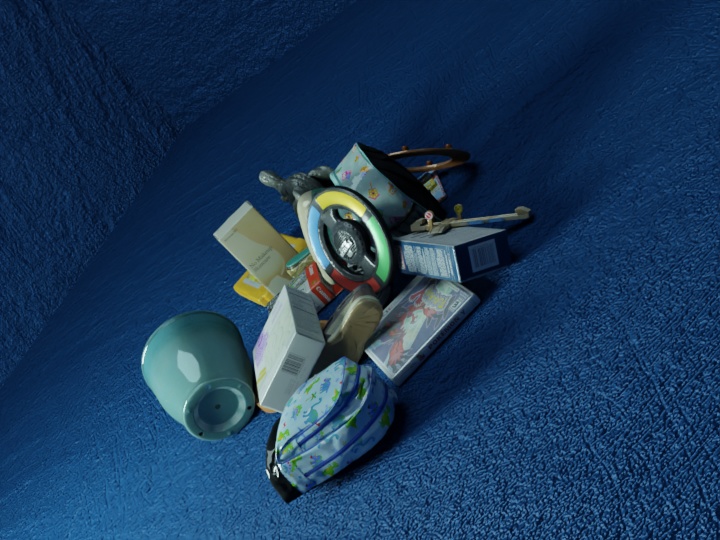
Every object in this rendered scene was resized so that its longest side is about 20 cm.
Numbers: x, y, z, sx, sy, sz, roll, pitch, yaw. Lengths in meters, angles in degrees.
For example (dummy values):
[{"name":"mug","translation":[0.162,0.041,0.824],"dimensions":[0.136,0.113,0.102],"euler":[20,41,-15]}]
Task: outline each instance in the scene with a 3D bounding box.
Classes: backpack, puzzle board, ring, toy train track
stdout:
[{"name":"backpack","translation":[-0.040,0.218,1.414],"dimensions":[0.199,0.154,0.163],"euler":[-21,23,21]},{"name":"puzzle board","translation":[0.079,-0.114,1.926],"dimensions":[0.200,0.017,0.151],"euler":[-40,22,13]},{"name":"backpack","translation":[0.035,-0.125,1.741],"dimensions":[0.153,0.200,0.176],"euler":[-41,37,10]},{"name":"ring","translation":[0.109,-0.213,1.857],"dimensions":[0.200,0.200,0.019],"euler":[-12,81,54]},{"name":"toy train track","translation":[0.176,-0.091,1.584],"dimensions":[0.199,0.033,0.115],"euler":[-5,11,23]}]

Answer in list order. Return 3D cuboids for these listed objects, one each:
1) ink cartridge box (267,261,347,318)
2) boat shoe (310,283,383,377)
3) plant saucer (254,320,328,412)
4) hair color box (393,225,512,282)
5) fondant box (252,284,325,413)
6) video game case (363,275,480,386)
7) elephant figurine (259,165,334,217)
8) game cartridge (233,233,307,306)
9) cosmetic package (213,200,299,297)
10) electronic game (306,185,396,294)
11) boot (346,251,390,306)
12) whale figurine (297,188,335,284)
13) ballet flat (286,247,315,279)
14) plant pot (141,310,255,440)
[{"name":"ink cartridge box","translation":[-0.094,0.036,1.919],"dimensions":[0.200,0.050,0.109],"euler":[-42,22,9]},{"name":"boat shoe","translation":[-0.026,0.103,1.602],"dimensions":[0.200,0.072,0.065],"euler":[-58,22,34]},{"name":"plant saucer","translation":[-0.119,0.167,1.761],"dimensions":[0.200,0.032,0.201],"euler":[-38,23,19]},{"name":"hair color box","translation":[0.142,-0.030,1.556],"dimensions":[0.100,0.061,0.200],"euler":[-17,12,-23]},{"name":"fondant box","translation":[-0.124,0.131,1.653],"dimensions":[0.145,0.058,0.200],"euler":[-63,17,15]},{"name":"video game case","translation":[0.086,0.081,1.561],"dimensions":[0.182,0.023,0.200],"euler":[-46,22,-2]},{"name":"elephant figurine","translation":[-0.101,-0.153,2.064],"dimensions":[0.155,0.200,0.142],"euler":[-37,23,18]},{"name":"game cartridge","translation":[-0.193,-0.005,2.193],"dimensions":[0.176,0.032,0.200],"euler":[-50,21,-11]},{"name":"cosmetic package","translation":[-0.198,-0.036,2.030],"dimensions":[0.105,0.200,0.071],"euler":[-46,22,-3]},{"name":"electronic game","translation":[-0.017,-0.049,1.659],"dimensions":[0.042,0.201,0.200],"euler":[-31,9,-39]},{"name":"boot","translation":[0.000,0.000,1.764],"dimensions":[0.073,0.090,0.200],"euler":[-37,23,17]},{"name":"whale figurine","translation":[-0.054,-0.071,1.866],"dimensions":[0.103,0.159,0.201],"euler":[-17,46,4]},{"name":"ballet flat","translation":[-0.061,-0.047,1.989],"dimensions":[0.200,0.071,0.071],"euler":[-40,22,2]},{"name":"plant pot","translation":[-0.282,0.204,1.791],"dimensions":[0.200,0.200,0.188],"euler":[-44,36,1]}]
